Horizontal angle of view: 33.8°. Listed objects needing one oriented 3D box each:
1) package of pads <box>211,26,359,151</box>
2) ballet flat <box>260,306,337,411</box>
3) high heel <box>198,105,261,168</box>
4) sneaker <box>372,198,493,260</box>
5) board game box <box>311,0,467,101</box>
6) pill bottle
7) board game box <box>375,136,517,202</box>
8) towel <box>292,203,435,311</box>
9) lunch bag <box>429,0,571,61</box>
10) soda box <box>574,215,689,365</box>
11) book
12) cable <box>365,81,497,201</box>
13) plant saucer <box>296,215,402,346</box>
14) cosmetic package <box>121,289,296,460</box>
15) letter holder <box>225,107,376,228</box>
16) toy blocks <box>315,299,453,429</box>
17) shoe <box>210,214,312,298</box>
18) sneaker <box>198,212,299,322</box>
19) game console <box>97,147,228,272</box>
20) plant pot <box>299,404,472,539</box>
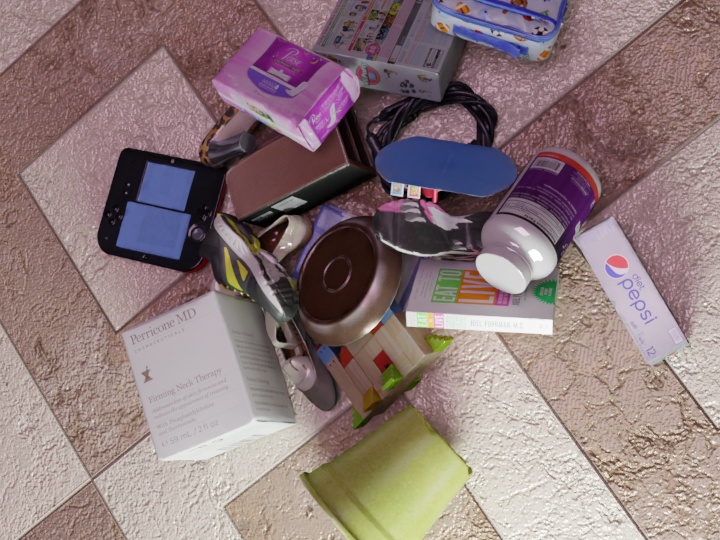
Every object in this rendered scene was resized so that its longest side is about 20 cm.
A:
[{"bbox_3d":[-0.108,-0.267,1.712,0.199,0.076,0.121,31,77,34],"label":"package of pads"},{"bbox_3d":[-0.100,0.122,1.766,0.067,0.063,0.201,-36,70,39],"label":"ballet flat"},{"bbox_3d":[-0.184,-0.252,1.853,0.142,0.071,0.201,-11,47,51],"label":"high heel"},{"bbox_3d":[0.110,-0.044,1.677,0.198,0.086,0.081,11,73,-11],"label":"sneaker"},{"bbox_3d":[0.047,-0.339,1.749,0.199,0.064,0.148,14,59,18],"label":"board game box"},{"bbox_3d":[0.239,-0.066,1.615,0.112,0.113,0.200,27,62,19],"label":"pill bottle"},{"bbox_3d":[0.119,-0.132,1.662,0.198,0.158,0.039,10,122,11],"label":"board game box"},{"bbox_3d":[0.000,0.000,1.774,0.199,0.024,0.148,26,94,21],"label":"towel"},{"bbox_3d":[0.204,-0.386,1.686,0.199,0.076,0.161,18,65,6],"label":"lunch bag"},{"bbox_3d":[0.372,0.028,1.621,0.063,0.068,0.201,-31,74,12],"label":"soda box"},{"bbox_3d":[0.172,0.041,1.647,0.198,0.134,0.048,2,120,12],"label":"book"},{"bbox_3d":[0.110,-0.188,1.745,0.199,0.051,0.164,-20,78,15],"label":"cable"},{"bbox_3d":[-0.026,0.009,1.710,0.199,0.032,0.202,-21,56,36],"label":"plant saucer"},{"bbox_3d":[-0.222,0.160,1.752,0.166,0.166,0.201,-24,75,14],"label":"cosmetic package"},{"bbox_3d":[-0.099,-0.172,1.776,0.199,0.100,0.143,-25,74,21],"label":"letter holder"},{"bbox_3d":[0.022,0.112,1.708,0.200,0.100,0.137,-49,67,30],"label":"toy blocks"},{"bbox_3d":[-0.162,-0.021,1.808,0.200,0.053,0.070,-39,70,18],"label":"shoe"},{"bbox_3d":[-0.165,0.007,1.750,0.085,0.074,0.200,-48,63,23],"label":"sneaker"},{"bbox_3d":[-0.317,-0.096,1.888,0.199,0.031,0.178,12,88,19],"label":"game console"},{"bbox_3d":[0.049,0.295,1.646,0.184,0.200,0.200,-43,72,-2],"label":"plant pot"}]
